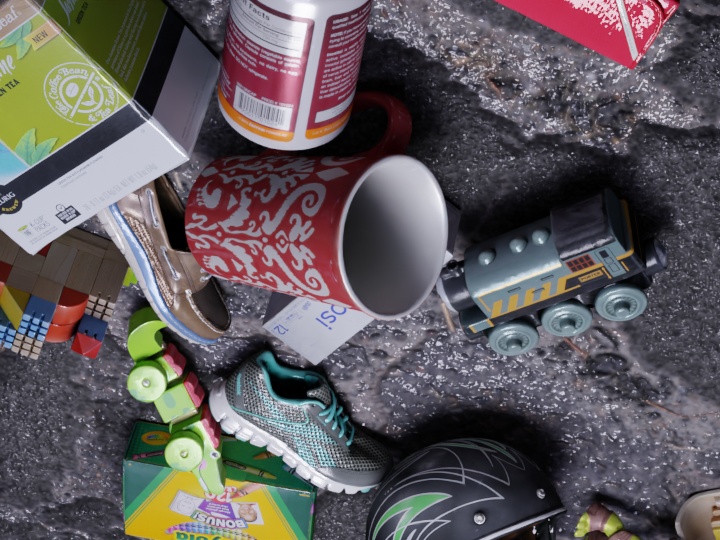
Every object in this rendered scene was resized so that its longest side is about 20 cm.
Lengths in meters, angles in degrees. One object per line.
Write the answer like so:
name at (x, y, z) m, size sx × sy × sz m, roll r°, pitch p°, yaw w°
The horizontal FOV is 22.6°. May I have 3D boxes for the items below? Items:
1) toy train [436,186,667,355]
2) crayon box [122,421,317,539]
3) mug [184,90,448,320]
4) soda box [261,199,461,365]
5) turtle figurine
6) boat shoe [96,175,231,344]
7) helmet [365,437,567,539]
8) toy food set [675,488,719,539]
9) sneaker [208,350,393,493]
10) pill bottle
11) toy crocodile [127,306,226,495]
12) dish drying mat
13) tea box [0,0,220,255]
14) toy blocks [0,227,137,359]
toy train at (0.163, 0.002, 1.563) m, size 0.198 × 0.086 × 0.114 m, roll -20°, pitch 136°, yaw 24°
crayon box at (-0.143, 0.230, 1.859) m, size 0.198 × 0.059 × 0.120 m, roll 9°, pitch 133°, yaw 3°
mug at (-0.032, -0.051, 1.521) m, size 0.199 × 0.178 × 0.134 m, roll 7°, pitch 140°, yaw 42°
soda box at (0.000, 0.000, 1.618) m, size 0.068 × 0.064 × 0.200 m, roll 36°, pitch 129°, yaw -19°
turtle figurine at (0.291, 0.289, 1.781) m, size 0.160 × 0.065 × 0.200 m, roll 29°, pitch 163°, yaw 26°
boat shoe at (-0.165, -0.014, 1.633) m, size 0.072 × 0.073 × 0.201 m, roll -18°, pitch 126°, yaw 24°
helmet at (0.101, 0.257, 1.746) m, size 0.198 × 0.200 × 0.193 m, roll 3°, pitch 99°, yaw 9°
toy food set at (0.425, 0.277, 1.787) m, size 0.198 × 0.061 × 0.144 m, roll -12°, pitch 129°, yaw 21°
sneaker at (-0.046, 0.146, 1.756) m, size 0.199 × 0.078 × 0.091 m, roll 27°, pitch 128°, yaw -15°
pill bottle at (-0.048, -0.203, 1.410) m, size 0.112 × 0.114 × 0.201 m, roll 13°, pitch 133°, yaw -1°
toy crocodile at (-0.175, 0.128, 1.748) m, size 0.061 × 0.068 × 0.201 m, roll -23°, pitch 107°, yaw 10°
dish drying mat at (0.147, -0.228, 1.412) m, size 0.198 × 0.018 × 0.077 m, roll 25°, pitch 133°, yaw -11°
tea box at (-0.258, -0.154, 1.482) m, size 0.199 × 0.134 × 0.197 m, roll -28°, pitch 121°, yaw 32°
toy blocks at (-0.297, 0.017, 1.642) m, size 0.198 × 0.137 × 0.100 m, roll 21°, pitch 133°, yaw -9°
